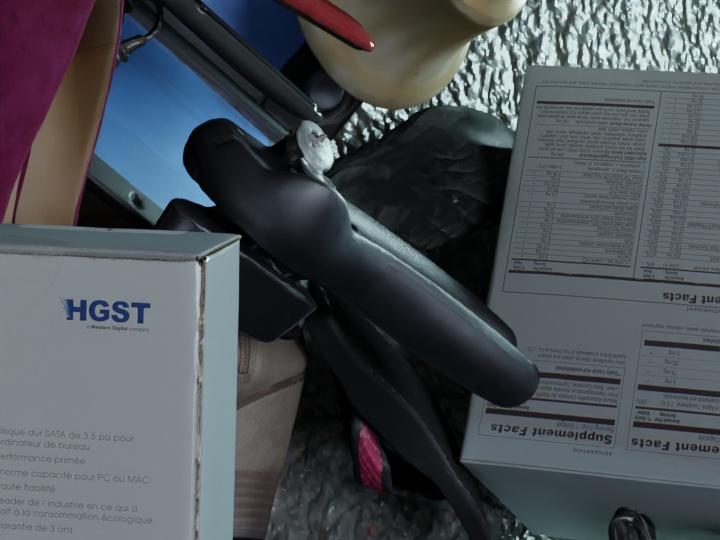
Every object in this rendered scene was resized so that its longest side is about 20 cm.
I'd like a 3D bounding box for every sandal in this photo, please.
[{"bbox_3d":[0.005,0.065,1.028,0.200,0.045,0.075,52,10,-44],"label":"sandal"}]

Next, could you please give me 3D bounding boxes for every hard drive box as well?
[{"bbox_3d":[-0.122,0.087,0.748,0.077,0.155,0.201,-41,134,-81],"label":"hard drive box"}]

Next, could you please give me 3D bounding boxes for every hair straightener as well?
[{"bbox_3d":[-0.083,-0.100,0.831,0.200,0.041,0.077,28,99,-44],"label":"hair straightener"}]

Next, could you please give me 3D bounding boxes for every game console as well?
[{"bbox_3d":[-0.057,-0.105,0.915,0.200,0.116,0.176,41,90,-31],"label":"game console"}]

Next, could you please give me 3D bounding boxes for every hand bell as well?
[{"bbox_3d":[0.073,-0.130,0.888,0.104,0.200,0.105,6,80,-40],"label":"hand bell"}]

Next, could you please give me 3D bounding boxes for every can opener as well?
[{"bbox_3d":[0.000,0.000,0.910,0.200,0.079,0.064,28,27,-39],"label":"can opener"}]

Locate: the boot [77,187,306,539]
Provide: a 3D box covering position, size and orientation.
[{"bbox_3d":[-0.102,0.037,0.918,0.200,0.070,0.147,10,73,-48],"label":"boot"}]

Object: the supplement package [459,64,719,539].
[{"bbox_3d":[0.152,0.023,1.097,0.152,0.150,0.201,48,49,-63],"label":"supplement package"}]

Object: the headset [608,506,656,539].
[{"bbox_3d":[0.146,0.154,1.056,0.200,0.123,0.094,15,57,-76],"label":"headset"}]

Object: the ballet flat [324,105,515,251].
[{"bbox_3d":[0.021,-0.036,1.078,0.200,0.057,0.067,-21,78,-52],"label":"ballet flat"}]

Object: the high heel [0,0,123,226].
[{"bbox_3d":[-0.107,-0.013,0.800,0.067,0.096,0.201,-47,126,-59],"label":"high heel"}]
